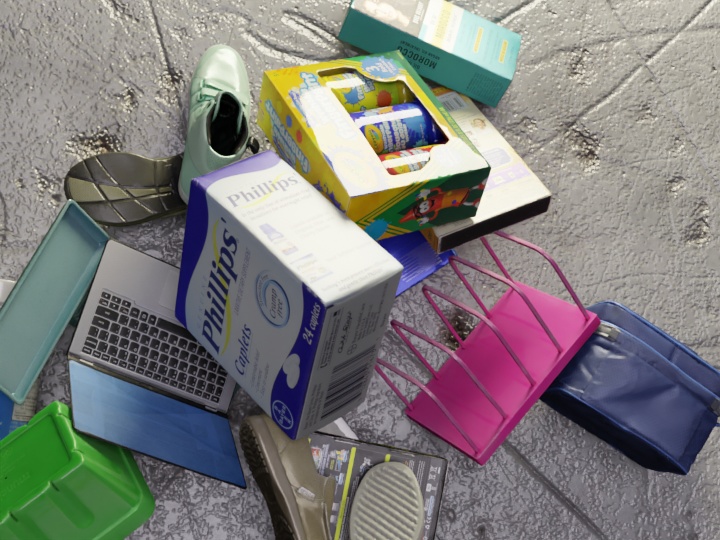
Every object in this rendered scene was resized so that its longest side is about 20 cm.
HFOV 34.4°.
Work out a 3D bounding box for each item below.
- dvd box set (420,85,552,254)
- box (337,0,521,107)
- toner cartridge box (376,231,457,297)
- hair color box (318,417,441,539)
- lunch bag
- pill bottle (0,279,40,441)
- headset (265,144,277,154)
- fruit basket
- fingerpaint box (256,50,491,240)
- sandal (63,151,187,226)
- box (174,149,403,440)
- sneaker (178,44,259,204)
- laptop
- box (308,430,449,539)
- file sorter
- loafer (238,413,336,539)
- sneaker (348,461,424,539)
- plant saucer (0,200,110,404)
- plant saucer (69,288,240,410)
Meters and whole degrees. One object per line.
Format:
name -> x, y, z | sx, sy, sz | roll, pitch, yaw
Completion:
dvd box set -> 0.093, -0.116, 1.262 | 0.145, 0.030, 0.201 | -21, 54, -22
box -> 0.080, -0.265, 1.314 | 0.198, 0.049, 0.083 | 23, 51, -7
toner cartridge box -> 0.000, 0.000, 1.287 | 0.199, 0.043, 0.096 | -32, 90, -12
hair color box -> -0.011, 0.248, 1.246 | 0.099, 0.061, 0.201 | -39, 90, -11
lunch bag -> 0.309, 0.126, 1.277 | 0.199, 0.136, 0.133 | 33, 79, -6
pill bottle -> -0.381, 0.112, 1.173 | 0.111, 0.112, 0.203 | 6, 82, -9
headset -> -0.078, -0.074, 1.277 | 0.199, 0.094, 0.124 | -39, 79, -27
fruit basket -> -0.293, 0.245, 1.113 | 0.213, 0.156, 0.218 | -17, 129, -22
fingerpaint box -> 0.010, -0.130, 1.184 | 0.165, 0.074, 0.201 | -13, 51, -26
sandal -> -0.220, -0.087, 1.257 | 0.198, 0.057, 0.081 | -8, 79, -26
box -> -0.076, 0.022, 1.115 | 0.104, 0.185, 0.200 | -24, 54, -37
sneaker -> -0.139, -0.175, 1.227 | 0.073, 0.118, 0.203 | 14, 60, -19
laptop -> -0.185, 0.090, 1.160 | 0.186, 0.115, 0.203 | 25, 73, -27
box -> -0.005, 0.276, 1.191 | 0.158, 0.044, 0.203 | 11, 84, -5
file sorter -> 0.123, 0.070, 1.228 | 0.200, 0.139, 0.126 | -48, 124, -12
loafer -> -0.053, 0.228, 1.129 | 0.068, 0.076, 0.202 | -21, 93, -24
sneaker -> 0.029, 0.298, 1.142 | 0.074, 0.105, 0.202 | -3, 56, 1
plant saucer -> -0.315, 0.029, 1.147 | 0.070, 0.019, 0.202 | 50, 51, -38
plant saucer -> -0.216, 0.078, 1.253 | 0.199, 0.019, 0.070 | 33, 79, -4
